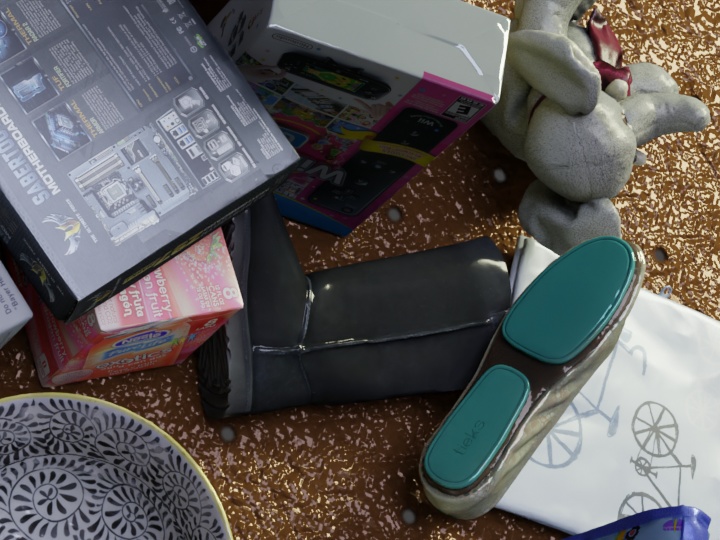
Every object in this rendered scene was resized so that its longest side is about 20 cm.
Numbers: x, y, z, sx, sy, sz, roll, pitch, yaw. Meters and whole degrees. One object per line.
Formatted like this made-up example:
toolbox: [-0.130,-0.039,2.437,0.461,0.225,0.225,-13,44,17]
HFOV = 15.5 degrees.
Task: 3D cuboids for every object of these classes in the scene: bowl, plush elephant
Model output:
bowl: [-0.164,0.172,1.418,0.200,0.094,0.202,0,76,-2]
plush elephant: [0.142,-0.103,1.666,0.199,0.165,0.155,-23,40,-18]

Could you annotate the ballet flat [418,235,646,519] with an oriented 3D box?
ballet flat: [0.104,0.065,1.605,0.067,0.062,0.200,34,78,30]

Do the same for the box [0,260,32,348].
box: [-0.313,0.006,1.420,0.200,0.105,0.184,-29,85,-34]

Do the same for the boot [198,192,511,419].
boot: [0.000,0.001,1.588,0.199,0.066,0.166,-5,103,-26]

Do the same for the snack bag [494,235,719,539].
snack bag: [0.170,0.092,1.687,0.199,0.021,0.189,21,62,-18]

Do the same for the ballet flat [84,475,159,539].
ballet flat: [-0.086,0.176,1.498,0.200,0.068,0.072,52,36,0]

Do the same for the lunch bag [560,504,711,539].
lunch bag: [0.139,0.225,1.506,0.094,0.200,0.151,18,62,-19]

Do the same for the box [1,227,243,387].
box: [-0.152,-0.047,1.529,0.094,0.103,0.201,-9,73,-30]

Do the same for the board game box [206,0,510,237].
board game box: [-0.025,-0.103,1.559,0.147,0.200,0.065,18,63,-20]

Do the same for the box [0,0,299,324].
box: [-0.153,-0.095,1.456,0.157,0.051,0.200,-34,85,-25]
